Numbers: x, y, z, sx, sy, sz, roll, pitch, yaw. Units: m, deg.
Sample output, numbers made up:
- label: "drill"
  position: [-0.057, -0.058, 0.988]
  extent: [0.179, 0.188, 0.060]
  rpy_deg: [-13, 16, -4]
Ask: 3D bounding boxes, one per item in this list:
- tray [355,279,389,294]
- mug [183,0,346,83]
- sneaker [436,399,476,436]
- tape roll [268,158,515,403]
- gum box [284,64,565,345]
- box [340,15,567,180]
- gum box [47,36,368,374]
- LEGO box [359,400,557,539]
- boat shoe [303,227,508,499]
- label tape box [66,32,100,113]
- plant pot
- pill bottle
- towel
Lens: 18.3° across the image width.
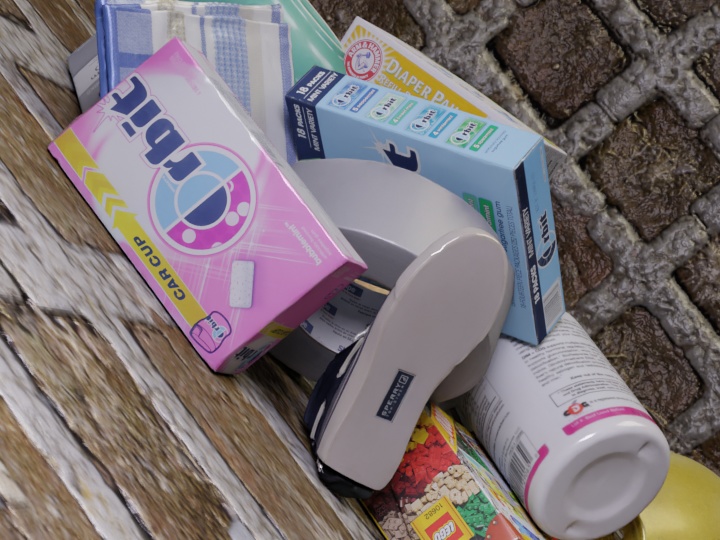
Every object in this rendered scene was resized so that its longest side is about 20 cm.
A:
- label: "tray"
  position: [0.000, 0.000, 1.771]
  extent: [0.200, 0.037, 0.099]
  rpy_deg: [-27, 70, -43]
- label: "mug"
  position: [-0.079, -0.164, 1.755]
  extent: [0.152, 0.114, 0.185]
  rpy_deg: [49, 7, -24]
- label: "sneaker"
  position: [0.095, 0.174, 1.831]
  extent: [0.200, 0.075, 0.116]
  rpy_deg: [69, -3, -63]
- label: "tape roll"
  position: [0.007, 0.010, 1.598]
  extent: [0.200, 0.200, 0.066]
  rpy_deg: [48, 47, -31]
- label: "gum box"
  position: [0.048, -0.048, 1.636]
  extent: [0.200, 0.045, 0.170]
  rpy_deg: [19, -40, 31]
- label: "box"
  position: [0.058, -0.116, 1.925]
  extent: [0.200, 0.113, 0.101]
  rpy_deg: [37, 9, 30]
- label: "gum box"
  position: [-0.103, -0.046, 1.463]
  extent: [0.200, 0.113, 0.066]
  rpy_deg: [52, 6, 12]
- label: "LEGO box"
  position: [0.075, 0.181, 1.624]
  extent: [0.149, 0.077, 0.200]
  rpy_deg: [54, 6, 27]
- label: "boat shoe"
  position: [0.023, 0.049, 1.509]
  extent: [0.075, 0.200, 0.093]
  rpy_deg: [29, 9, -22]
- label: "label tape box"
  position: [-0.149, -0.099, 1.712]
  extent: [0.143, 0.066, 0.200]
  rpy_deg: [48, 9, -27]
- label: "plant pot"
  position: [0.197, 0.227, 1.751]
  extent: [0.200, 0.200, 0.142]
  rpy_deg: [54, 11, 27]
- label: "pill bottle"
  position: [0.137, 0.097, 1.676]
  extent: [0.113, 0.113, 0.200]
  rpy_deg: [46, 8, -44]
- label: "towel"
  position: [-0.114, -0.120, 1.597]
  extent: [0.200, 0.024, 0.148]
  rpy_deg: [-5, 91, -52]
